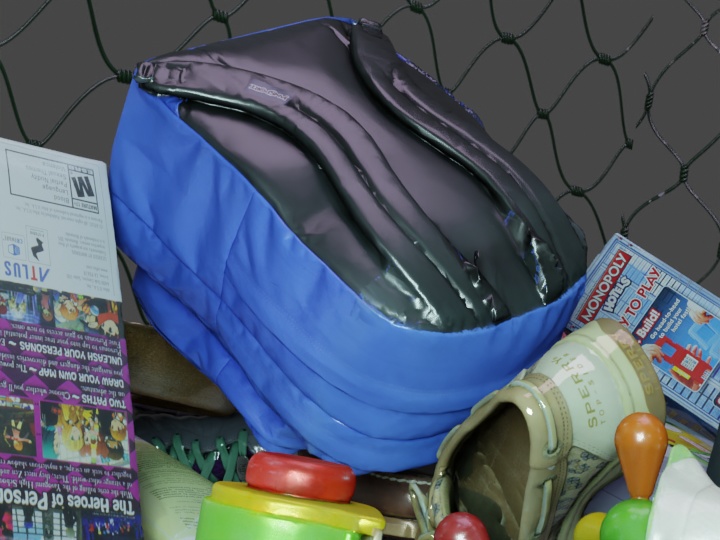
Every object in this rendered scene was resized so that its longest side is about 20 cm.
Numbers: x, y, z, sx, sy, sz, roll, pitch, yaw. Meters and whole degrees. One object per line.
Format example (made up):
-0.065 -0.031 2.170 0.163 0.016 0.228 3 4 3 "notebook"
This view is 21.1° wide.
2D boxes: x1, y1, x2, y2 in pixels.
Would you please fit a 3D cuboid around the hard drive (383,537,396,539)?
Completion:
0.016 0.144 1.010 0.198 0.027 0.132 11 -3 -19 "hard drive"

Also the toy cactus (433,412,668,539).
0.093 0.114 0.610 0.199 0.103 0.164 18 12 33 "toy cactus"

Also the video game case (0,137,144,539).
-0.181 0.023 0.777 0.199 0.183 0.036 12 -29 -42 "video game case"

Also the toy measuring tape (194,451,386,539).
-0.026 0.100 0.679 0.073 0.074 0.200 10 -3 -2 "toy measuring tape"

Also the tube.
-0.093 0.113 0.904 0.058 0.052 0.199 -34 21 -21 "tube"

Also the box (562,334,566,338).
0.034 0.090 1.180 0.198 0.104 0.094 -9 -14 27 "box"

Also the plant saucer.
-0.140 0.051 1.083 0.198 0.036 0.200 11 -7 1 "plant saucer"

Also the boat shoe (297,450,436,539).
0.008 0.092 0.968 0.070 0.071 0.200 12 -2 -16 "boat shoe"

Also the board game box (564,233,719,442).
0.198 0.069 1.055 0.199 0.062 0.200 37 -7 7 "board game box"

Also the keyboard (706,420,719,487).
0.199 0.056 0.765 0.103 0.202 0.040 15 5 5 "keyboard"

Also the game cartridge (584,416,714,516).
0.126 0.092 0.938 0.132 0.041 0.200 12 9 -26 "game cartridge"

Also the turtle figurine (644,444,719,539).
0.168 0.089 0.455 0.192 0.201 0.145 5 -38 17 "turtle figurine"

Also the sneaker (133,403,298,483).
-0.099 0.119 1.137 0.198 0.075 0.087 1 12 30 "sneaker"

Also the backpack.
0.000 0.000 0.883 0.162 0.169 0.200 -24 52 -38 "backpack"

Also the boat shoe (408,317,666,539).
0.054 0.089 0.785 0.062 0.074 0.201 -19 -28 -30 "boat shoe"
